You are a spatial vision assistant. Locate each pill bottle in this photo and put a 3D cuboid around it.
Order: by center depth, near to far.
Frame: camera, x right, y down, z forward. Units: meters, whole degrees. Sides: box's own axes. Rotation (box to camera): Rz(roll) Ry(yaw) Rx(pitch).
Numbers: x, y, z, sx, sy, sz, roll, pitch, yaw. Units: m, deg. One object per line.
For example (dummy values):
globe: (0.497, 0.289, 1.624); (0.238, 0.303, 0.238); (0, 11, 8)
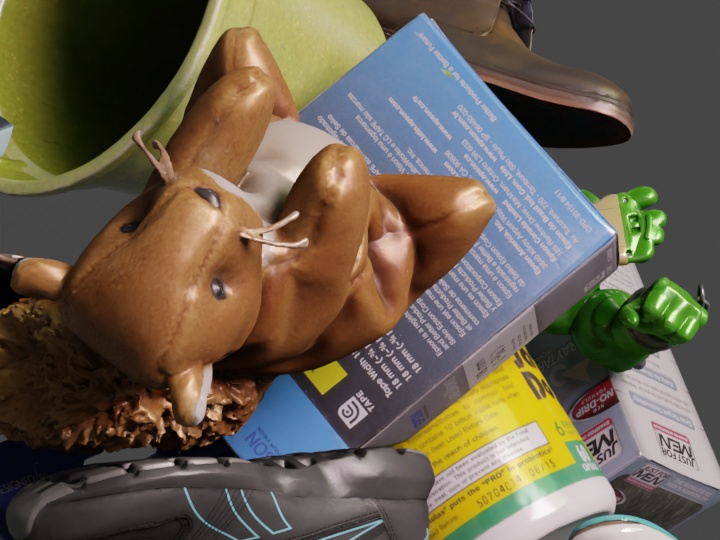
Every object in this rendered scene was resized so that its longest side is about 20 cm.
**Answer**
pill bottle: (0.031, 0.062, 1.256); (0.113, 0.113, 0.200); (-8, 62, -52)

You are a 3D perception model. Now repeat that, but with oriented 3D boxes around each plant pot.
plant pot: (-0.087, -0.109, 1.251); (0.184, 0.200, 0.201); (24, 38, -50)

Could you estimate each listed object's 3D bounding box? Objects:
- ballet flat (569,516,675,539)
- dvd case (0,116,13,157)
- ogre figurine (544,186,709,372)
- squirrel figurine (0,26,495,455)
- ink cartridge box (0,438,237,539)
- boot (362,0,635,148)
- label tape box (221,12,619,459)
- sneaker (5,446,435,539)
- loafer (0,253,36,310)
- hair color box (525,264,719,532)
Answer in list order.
ballet flat: (0.146, 0.186, 1.230); (0.200, 0.069, 0.070); (60, 11, -56)
dvd case: (-0.269, -0.092, 1.095); (0.200, 0.022, 0.146); (33, 29, 16)
ogre figurine: (0.090, -0.011, 1.314); (0.199, 0.120, 0.098); (16, 68, 11)
squirrel figurine: (-0.070, 0.016, 1.039); (0.141, 0.200, 0.187); (40, 27, 3)
ink cartridge box: (-0.059, 0.136, 1.139); (0.197, 0.047, 0.200); (-18, 72, -54)
boot: (0.069, -0.129, 1.322); (0.097, 0.199, 0.075); (-64, 146, -14)
label tape box: (0.000, 0.000, 1.184); (0.144, 0.200, 0.063); (50, -5, 15)
sneaker: (-0.052, 0.115, 1.063); (0.199, 0.075, 0.080); (1, 85, -30)
loafer: (-0.164, 0.019, 1.114); (0.199, 0.063, 0.072); (16, 36, -37)
hair color box: (0.127, 0.045, 1.420); (0.099, 0.061, 0.201); (25, 38, -49)
